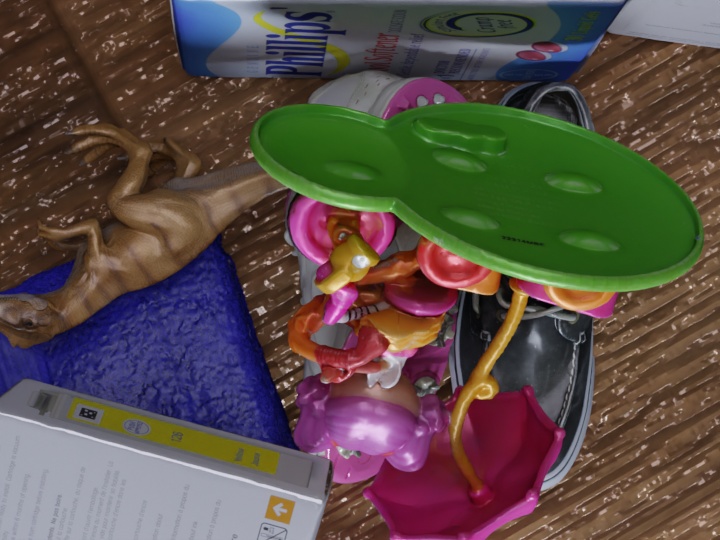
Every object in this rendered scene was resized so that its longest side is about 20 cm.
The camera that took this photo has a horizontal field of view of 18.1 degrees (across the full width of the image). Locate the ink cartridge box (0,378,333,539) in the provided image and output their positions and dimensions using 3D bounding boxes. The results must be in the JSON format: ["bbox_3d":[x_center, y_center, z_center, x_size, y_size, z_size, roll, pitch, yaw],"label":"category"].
[{"bbox_3d":[-0.132,0.151,1.026,0.199,0.047,0.199,17,115,0],"label":"ink cartridge box"}]

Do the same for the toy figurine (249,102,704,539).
[{"bbox_3d":[0.030,0.037,0.997,0.198,0.150,0.185,10,119,-10],"label":"toy figurine"}]

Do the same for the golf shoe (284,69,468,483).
[{"bbox_3d":[0.000,0.000,1.090,0.075,0.091,0.201,2,104,-41],"label":"golf shoe"}]

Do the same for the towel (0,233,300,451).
[{"bbox_3d":[-0.138,0.070,1.075,0.199,0.050,0.149,-20,82,-4],"label":"towel"}]

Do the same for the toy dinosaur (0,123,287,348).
[{"bbox_3d":[-0.085,-0.027,1.063,0.199,0.060,0.107,-30,58,1],"label":"toy dinosaur"}]

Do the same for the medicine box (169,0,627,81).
[{"bbox_3d":[0.013,-0.154,1.042,0.198,0.182,0.104,0,84,-2],"label":"medicine box"}]

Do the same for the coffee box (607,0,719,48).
[{"bbox_3d":[0.236,-0.214,1.049,0.198,0.200,0.199,7,84,-2],"label":"coffee box"}]

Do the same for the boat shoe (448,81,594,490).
[{"bbox_3d":[0.080,0.005,1.085,0.071,0.071,0.202,0,85,-3],"label":"boat shoe"}]
